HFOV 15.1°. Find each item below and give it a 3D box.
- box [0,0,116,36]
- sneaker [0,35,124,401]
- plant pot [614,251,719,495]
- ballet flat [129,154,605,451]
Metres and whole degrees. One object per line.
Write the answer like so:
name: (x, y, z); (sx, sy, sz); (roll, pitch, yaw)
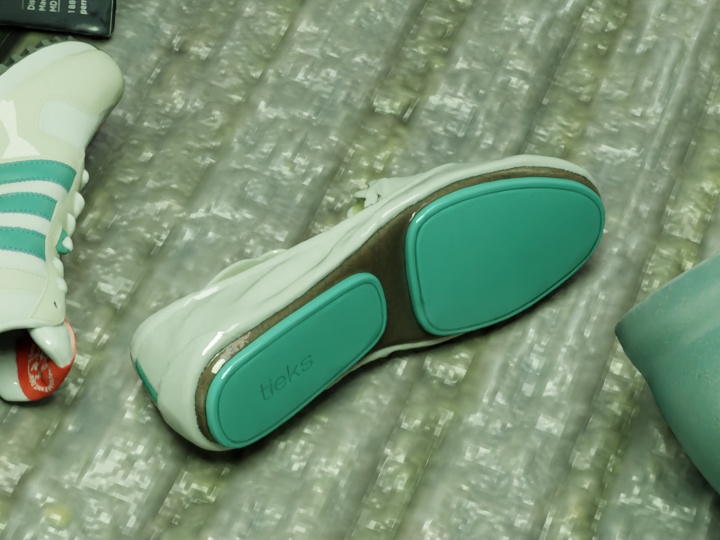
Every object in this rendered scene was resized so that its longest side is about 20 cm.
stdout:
box: (-0.192, -0.209, 1.108); (0.197, 0.124, 0.201); (3, 45, -6)
sneaker: (-0.130, -0.001, 0.967); (0.093, 0.070, 0.200); (40, 47, 2)
plant pot: (0.202, 0.041, 0.912); (0.200, 0.200, 0.135); (-17, 79, -26)
ballet flat: (0.000, 0.000, 0.989); (0.200, 0.070, 0.069); (-28, 57, -31)
